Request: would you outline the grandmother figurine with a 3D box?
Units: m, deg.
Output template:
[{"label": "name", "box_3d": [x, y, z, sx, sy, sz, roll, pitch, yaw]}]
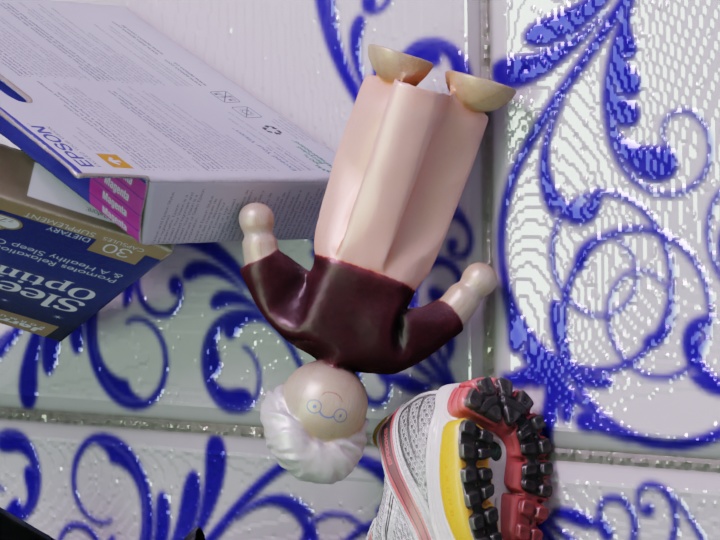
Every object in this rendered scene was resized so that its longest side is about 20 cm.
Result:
[{"label": "grandmother figurine", "box_3d": [0.000, 0.000, 1.320, 0.121, 0.061, 0.201, 17, 91, 7]}]

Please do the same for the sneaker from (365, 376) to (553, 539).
[{"label": "sneaker", "box_3d": [0.045, 0.152, 1.323, 0.082, 0.078, 0.201, -10, 76, 45]}]

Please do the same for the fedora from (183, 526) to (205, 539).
[{"label": "fedora", "box_3d": [-0.029, 0.209, 1.344, 0.091, 0.201, 0.201, -9, 85, 1]}]

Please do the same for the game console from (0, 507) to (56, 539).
[{"label": "game console", "box_3d": [-0.186, 0.244, 1.460, 0.200, 0.118, 0.171, -51, 60, 11]}]

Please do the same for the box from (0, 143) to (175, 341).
[{"label": "box", "box_3d": [-0.181, -0.010, 1.436, 0.200, 0.121, 0.032, -33, 44, 61]}]

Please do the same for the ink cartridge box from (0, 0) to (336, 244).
[{"label": "ink cartridge box", "box_3d": [-0.128, -0.074, 1.372, 0.196, 0.200, 0.043, 37, 115, 34]}]
